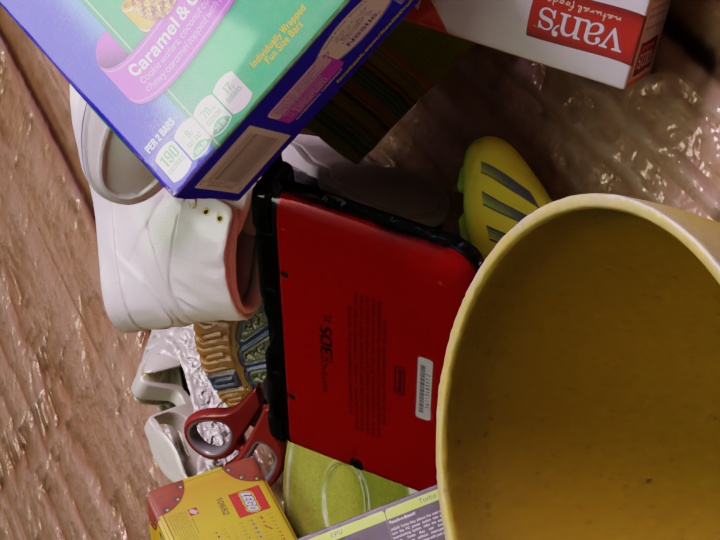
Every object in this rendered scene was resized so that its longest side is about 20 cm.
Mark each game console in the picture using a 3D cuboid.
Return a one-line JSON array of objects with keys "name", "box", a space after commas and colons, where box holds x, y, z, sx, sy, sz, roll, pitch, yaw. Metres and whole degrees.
[{"name": "game console", "box": [0.000, 0.000, 0.827, 0.171, 0.119, 0.201, 18, 141, 16]}]

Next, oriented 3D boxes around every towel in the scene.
[{"name": "towel", "box": [0.025, -0.139, 0.822, 0.200, 0.086, 0.018, -43, 26, 37]}]

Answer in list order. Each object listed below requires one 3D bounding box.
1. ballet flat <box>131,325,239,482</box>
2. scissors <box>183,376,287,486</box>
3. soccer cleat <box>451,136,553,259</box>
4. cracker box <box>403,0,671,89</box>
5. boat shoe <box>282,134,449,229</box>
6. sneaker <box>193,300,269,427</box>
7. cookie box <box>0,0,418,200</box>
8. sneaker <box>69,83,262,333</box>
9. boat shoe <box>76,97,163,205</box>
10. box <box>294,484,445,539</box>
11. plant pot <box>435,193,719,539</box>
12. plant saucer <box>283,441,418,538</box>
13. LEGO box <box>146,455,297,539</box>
[{"name": "ballet flat", "box": [-0.130, 0.098, 1.126, 0.072, 0.071, 0.201, -63, 39, 37]}, {"name": "scissors", "box": [-0.052, 0.081, 1.000, 0.073, 0.014, 0.200, 42, 130, 0]}, {"name": "soccer cleat", "box": [0.102, 0.013, 0.761, 0.083, 0.065, 0.202, -29, 57, 23]}, {"name": "cracker box", "box": [0.091, -0.199, 0.703, 0.133, 0.058, 0.202, 20, 112, 18]}, {"name": "boat shoe", "box": [-0.009, -0.035, 0.917, 0.200, 0.073, 0.061, 31, 116, 58]}, {"name": "sneaker", "box": [-0.071, 0.004, 1.036, 0.075, 0.088, 0.202, -9, 102, 29]}, {"name": "cookie box", "box": [-0.080, -0.161, 0.706, 0.171, 0.075, 0.200, -46, 76, 13]}, {"name": "sneaker", "box": [-0.108, -0.064, 0.943, 0.115, 0.074, 0.202, -4, 101, 28]}, {"name": "boat shoe", "box": [-0.101, -0.096, 0.829, 0.200, 0.071, 0.066, -51, 31, 38]}, {"name": "box", "box": [0.011, 0.226, 0.796, 0.198, 0.048, 0.195, -23, 61, 10]}, {"name": "plant pot", "box": [0.141, 0.073, 0.599, 0.199, 0.141, 0.202, 0, 90, 58]}, {"name": "plant saucer", "box": [0.001, 0.141, 0.940, 0.199, 0.031, 0.202, -1, 89, 60]}, {"name": "LEGO box", "box": [-0.061, 0.243, 0.958, 0.200, 0.076, 0.150, -125, 26, -44]}]
